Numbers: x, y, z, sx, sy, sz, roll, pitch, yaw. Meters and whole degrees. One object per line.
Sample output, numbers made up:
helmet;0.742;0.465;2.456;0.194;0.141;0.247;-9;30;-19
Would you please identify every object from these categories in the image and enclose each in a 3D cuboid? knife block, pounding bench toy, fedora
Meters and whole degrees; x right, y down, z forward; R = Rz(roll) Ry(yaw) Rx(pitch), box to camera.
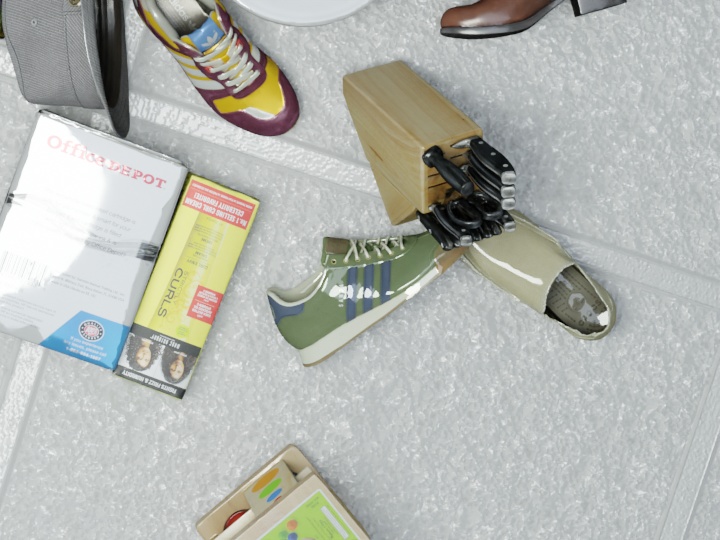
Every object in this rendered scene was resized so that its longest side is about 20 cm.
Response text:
knife block;0.068;-0.113;1.587;0.064;0.176;0.201;-17;82;-22
pounding bench toy;-0.041;0.285;1.652;0.124;0.156;0.200;-39;101;-4
fedora;-0.260;-0.213;1.555;0.090;0.177;0.201;-4;96;2

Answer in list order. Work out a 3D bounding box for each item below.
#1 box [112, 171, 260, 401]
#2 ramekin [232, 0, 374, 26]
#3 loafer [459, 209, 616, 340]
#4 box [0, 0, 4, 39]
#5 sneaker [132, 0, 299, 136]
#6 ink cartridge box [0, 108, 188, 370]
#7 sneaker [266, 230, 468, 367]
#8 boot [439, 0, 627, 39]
box;-0.163;0.014;1.655;0.075;0.050;0.201;22;92;-10
ramekin;-0.055;-0.321;1.612;0.201;0.094;0.203;-1;97;-9
loafer;0.170;-0.001;1.699;0.200;0.068;0.076;33;90;-11
box;-0.410;-0.301;1.541;0.199;0.122;0.194;1;96;-9
sneaker;-0.132;-0.197;1.615;0.200;0.090;0.075;43;88;-11
ink cartridge box;-0.258;-0.031;1.616;0.144;0.084;0.201;20;94;-12
sneaker;0.000;0.000;1.660;0.200;0.067;0.090;-37;100;10
boot;0.143;-0.326;1.660;0.187;0.068;0.201;-16;95;1
